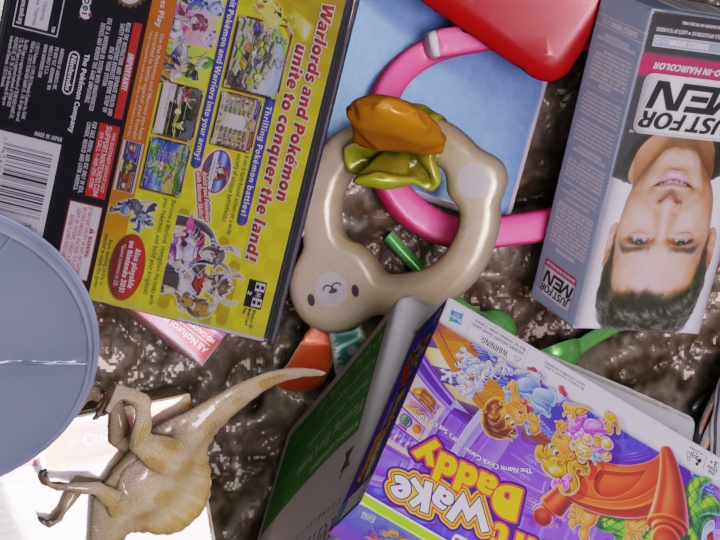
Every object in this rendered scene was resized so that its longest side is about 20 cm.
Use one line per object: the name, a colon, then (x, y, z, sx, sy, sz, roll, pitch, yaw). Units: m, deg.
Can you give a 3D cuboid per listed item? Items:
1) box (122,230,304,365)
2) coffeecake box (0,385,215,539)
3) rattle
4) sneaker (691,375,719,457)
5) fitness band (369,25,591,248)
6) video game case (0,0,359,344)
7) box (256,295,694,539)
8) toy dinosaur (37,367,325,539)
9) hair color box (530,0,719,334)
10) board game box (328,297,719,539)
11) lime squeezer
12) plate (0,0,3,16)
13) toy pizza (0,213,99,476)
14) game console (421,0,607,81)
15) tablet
box: (-0.145, -0.045, 1.021, 0.200, 0.095, 0.103, 40, 83, -11)
coffeecake box: (-0.163, 0.183, 1.058, 0.152, 0.073, 0.202, -10, 92, -13)
rattle: (0.000, 0.000, 1.038, 0.130, 0.143, 0.201, 35, 98, -8)
sneaker: (0.243, 0.123, 1.157, 0.078, 0.079, 0.201, 34, 58, -17)
fitness band: (0.100, -0.089, 1.127, 0.198, 0.037, 0.145, -9, 92, -12)
video game case: (-0.110, -0.076, 0.937, 0.179, 0.026, 0.201, 14, 106, -4)
box: (0.055, 0.159, 1.020, 0.199, 0.199, 0.172, 23, 55, -12)
toy dinosaur: (-0.120, 0.105, 1.014, 0.101, 0.058, 0.200, 41, 88, -25)
hair color box: (0.181, -0.065, 1.089, 0.098, 0.061, 0.201, 3, 109, -26)
board game box: (0.100, 0.123, 0.910, 0.199, 0.045, 0.135, 30, 55, -7)
lime squeezer: (0.106, 0.030, 1.140, 0.199, 0.038, 0.071, 14, 87, -12)
plate: (-0.219, -0.102, 1.069, 0.198, 0.032, 0.202, 5, 89, -12)
toy pizza: (-0.240, 0.040, 0.942, 0.199, 0.032, 0.201, -7, 126, -10)
game console: (0.091, -0.246, 1.118, 0.199, 0.119, 0.173, 34, 104, -1)
tablet: (0.021, -0.120, 1.133, 0.199, 0.014, 0.131, 17, 86, -13)
